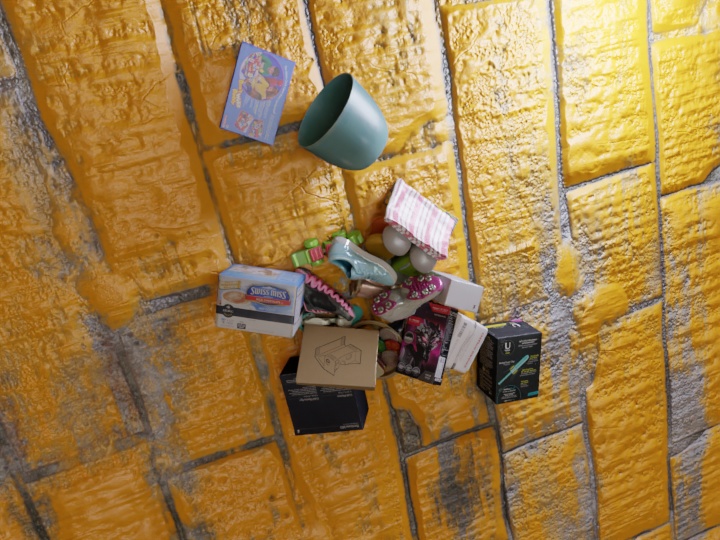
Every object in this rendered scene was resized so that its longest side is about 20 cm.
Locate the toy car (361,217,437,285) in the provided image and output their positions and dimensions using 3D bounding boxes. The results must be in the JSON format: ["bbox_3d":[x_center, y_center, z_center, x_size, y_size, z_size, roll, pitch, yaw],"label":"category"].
[{"bbox_3d":[0.106,-0.067,1.491,0.198,0.174,0.152,31,58,-20],"label":"toy car"}]

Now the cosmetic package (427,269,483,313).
[{"bbox_3d":[0.234,0.049,1.514,0.099,0.200,0.073,14,96,-19],"label":"cosmetic package"}]

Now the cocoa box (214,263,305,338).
[{"bbox_3d":[-0.243,0.071,1.393,0.195,0.134,0.135,8,102,2],"label":"cocoa box"}]

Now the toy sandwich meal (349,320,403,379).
[{"bbox_3d":[0.027,0.231,1.535,0.200,0.070,0.210,7,116,15],"label":"toy sandwich meal"}]

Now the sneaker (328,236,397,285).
[{"bbox_3d":[0.000,0.000,1.429,0.197,0.074,0.083,30,59,-12],"label":"sneaker"}]

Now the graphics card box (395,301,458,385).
[{"bbox_3d":[0.172,0.185,1.473,0.050,0.124,0.205,19,84,-50],"label":"graphics card box"}]

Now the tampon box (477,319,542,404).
[{"bbox_3d":[0.436,0.265,1.667,0.146,0.126,0.205,-5,104,-15],"label":"tampon box"}]

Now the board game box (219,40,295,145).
[{"bbox_3d":[-0.246,-0.417,1.345,0.132,0.045,0.204,15,99,-19],"label":"board game box"}]

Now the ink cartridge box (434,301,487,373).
[{"bbox_3d":[0.253,0.190,1.575,0.199,0.082,0.149,26,92,-49],"label":"ink cartridge box"}]

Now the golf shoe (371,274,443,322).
[{"bbox_3d":[0.129,0.075,1.465,0.196,0.077,0.092,-22,139,19],"label":"golf shoe"}]

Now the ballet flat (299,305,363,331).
[{"bbox_3d":[-0.081,0.136,1.516,0.195,0.070,0.069,-4,104,-15],"label":"ballet flat"}]

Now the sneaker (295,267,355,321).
[{"bbox_3d":[-0.105,0.081,1.479,0.198,0.079,0.096,35,94,2],"label":"sneaker"}]

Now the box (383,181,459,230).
[{"bbox_3d":[0.163,-0.160,1.517,0.197,0.064,0.071,28,95,-20],"label":"box"}]

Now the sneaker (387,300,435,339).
[{"bbox_3d":[0.151,0.182,1.591,0.198,0.079,0.131,-37,112,-4],"label":"sneaker"}]

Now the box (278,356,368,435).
[{"bbox_3d":[-0.094,0.325,1.506,0.195,0.104,0.186,-8,107,13],"label":"box"}]

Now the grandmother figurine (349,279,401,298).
[{"bbox_3d":[0.074,0.062,1.529,0.196,0.121,0.062,15,72,-18],"label":"grandmother figurine"}]

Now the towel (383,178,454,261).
[{"bbox_3d":[0.153,-0.130,1.424,0.198,0.030,0.148,34,50,-19],"label":"towel"}]

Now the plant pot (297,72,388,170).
[{"bbox_3d":[-0.029,-0.338,1.355,0.160,0.200,0.203,31,94,-33],"label":"plant pot"}]

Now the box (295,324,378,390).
[{"bbox_3d":[-0.055,0.217,1.417,0.195,0.166,0.022,4,142,2],"label":"box"}]

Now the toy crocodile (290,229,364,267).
[{"bbox_3d":[-0.086,-0.055,1.472,0.196,0.062,0.069,-17,108,-11],"label":"toy crocodile"}]
